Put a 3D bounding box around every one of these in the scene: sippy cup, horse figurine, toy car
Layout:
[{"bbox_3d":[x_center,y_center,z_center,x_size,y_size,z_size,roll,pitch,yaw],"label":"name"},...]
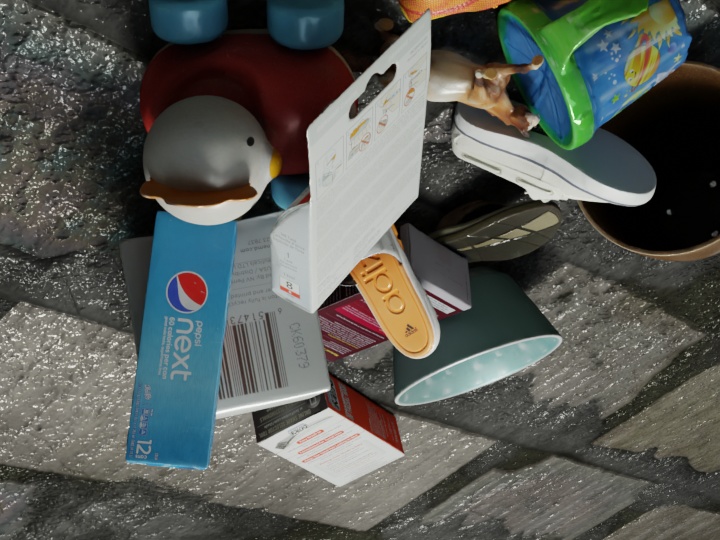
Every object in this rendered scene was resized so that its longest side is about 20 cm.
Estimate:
[{"bbox_3d":[0.205,-0.193,0.962,0.129,0.178,0.140,-28,116,-2],"label":"sippy cup"},{"bbox_3d":[0.069,-0.168,0.958,0.198,0.051,0.133,11,176,-2],"label":"horse figurine"},{"bbox_3d":[-0.093,-0.095,0.849,0.175,0.201,0.186,3,128,2],"label":"toy car"}]

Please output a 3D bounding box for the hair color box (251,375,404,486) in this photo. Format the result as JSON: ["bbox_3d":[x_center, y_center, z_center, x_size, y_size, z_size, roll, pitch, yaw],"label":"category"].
[{"bbox_3d":[-0.040,0.206,1.449,0.110,0.064,0.200,-28,145,17],"label":"hair color box"}]

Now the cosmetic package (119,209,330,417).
[{"bbox_3d":[-0.127,0.052,1.057,0.163,0.167,0.200,-10,173,-9],"label":"cosmetic package"}]

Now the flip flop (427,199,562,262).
[{"bbox_3d":[0.117,-0.042,1.191,0.199,0.058,0.081,-19,147,31],"label":"flip flop"}]

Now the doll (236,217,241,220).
[{"bbox_3d":[-0.112,-0.119,0.991,0.135,0.049,0.201,13,136,-20],"label":"doll"}]

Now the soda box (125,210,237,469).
[{"bbox_3d":[-0.145,0.058,0.919,0.067,0.202,0.064,7,172,-6],"label":"soda box"}]

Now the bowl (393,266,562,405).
[{"bbox_3d":[0.115,0.068,1.263,0.199,0.106,0.201,-19,164,-6],"label":"bowl"}]

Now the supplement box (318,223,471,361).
[{"bbox_3d":[0.007,0.028,1.190,0.199,0.061,0.108,-24,145,33],"label":"supplement box"}]

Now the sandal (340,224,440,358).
[{"bbox_3d":[0.006,-0.004,1.074,0.079,0.208,0.059,-35,176,32],"label":"sandal"}]

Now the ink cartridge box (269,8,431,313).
[{"bbox_3d":[-0.010,-0.086,0.858,0.162,0.050,0.201,-48,153,-33],"label":"ink cartridge box"}]

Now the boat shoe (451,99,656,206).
[{"bbox_3d":[0.177,-0.100,1.056,0.198,0.071,0.070,21,142,7],"label":"boat shoe"}]

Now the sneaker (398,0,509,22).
[{"bbox_3d":[0.122,-0.253,0.908,0.198,0.074,0.077,-11,167,-2],"label":"sneaker"}]

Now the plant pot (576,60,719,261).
[{"bbox_3d":[0.327,-0.084,1.128,0.186,0.188,0.200,-29,157,17],"label":"plant pot"}]
